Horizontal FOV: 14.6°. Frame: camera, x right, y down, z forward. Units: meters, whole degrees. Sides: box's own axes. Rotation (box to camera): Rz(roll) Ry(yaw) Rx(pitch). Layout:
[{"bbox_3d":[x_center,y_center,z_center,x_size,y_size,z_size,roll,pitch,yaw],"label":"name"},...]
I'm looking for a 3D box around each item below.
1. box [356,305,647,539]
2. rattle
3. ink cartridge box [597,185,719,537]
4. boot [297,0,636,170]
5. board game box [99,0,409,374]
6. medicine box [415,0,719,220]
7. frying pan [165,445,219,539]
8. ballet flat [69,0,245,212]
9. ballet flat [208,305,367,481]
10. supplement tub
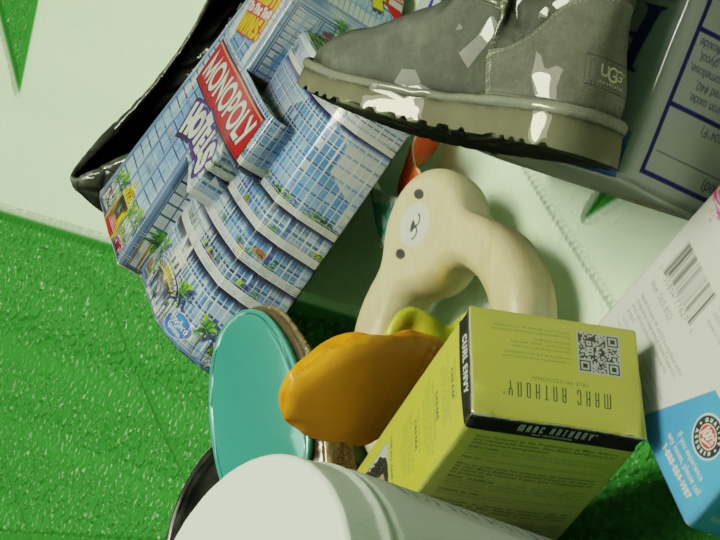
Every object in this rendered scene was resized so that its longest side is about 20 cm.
[{"bbox_3d":[0.045,0.087,1.149,0.200,0.075,0.050,119,154,-55],"label":"box"},{"bbox_3d":[0.000,0.000,1.266,0.130,0.142,0.201,125,142,-50],"label":"rattle"},{"bbox_3d":[0.188,-0.001,1.064,0.200,0.068,0.115,-51,37,25],"label":"ink cartridge box"},{"bbox_3d":[0.068,-0.147,1.124,0.181,0.072,0.201,12,89,41],"label":"boot"},{"bbox_3d":[-0.044,-0.072,1.393,0.200,0.061,0.200,-56,20,11],"label":"board game box"},{"bbox_3d":[0.128,-0.131,1.187,0.182,0.103,0.201,22,90,56],"label":"medicine box"},{"bbox_3d":[-0.071,0.168,1.359,0.115,0.031,0.191,26,97,56],"label":"frying pan"},{"bbox_3d":[-0.084,-0.109,1.503,0.201,0.057,0.067,-58,37,15],"label":"ballet flat"},{"bbox_3d":[-0.022,0.111,1.284,0.070,0.065,0.201,-29,58,32],"label":"ballet flat"},{"bbox_3d":[0.031,0.156,1.078,0.132,0.199,0.133,-30,49,42],"label":"supplement tub"}]
